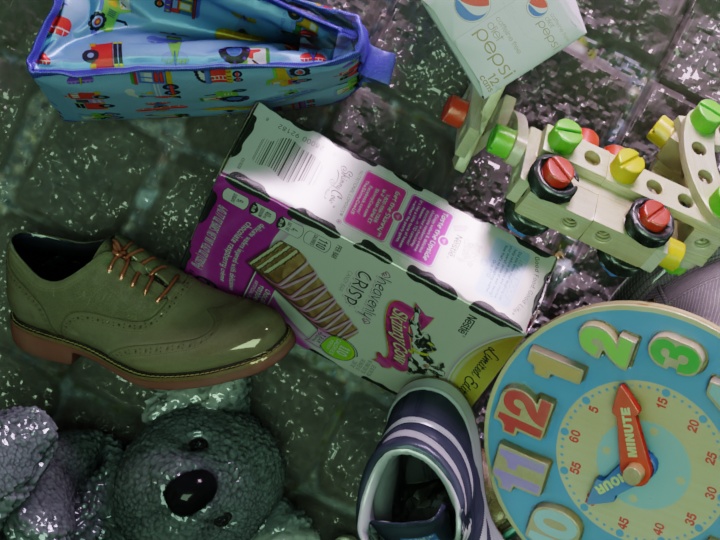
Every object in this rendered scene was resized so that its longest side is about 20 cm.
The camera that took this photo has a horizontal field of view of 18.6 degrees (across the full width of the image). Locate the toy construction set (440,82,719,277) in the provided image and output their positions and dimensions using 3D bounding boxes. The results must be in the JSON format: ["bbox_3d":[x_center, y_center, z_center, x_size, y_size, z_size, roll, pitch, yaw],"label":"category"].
[{"bbox_3d":[0.142,-0.063,1.292,0.198,0.132,0.092,14,141,1],"label":"toy construction set"}]

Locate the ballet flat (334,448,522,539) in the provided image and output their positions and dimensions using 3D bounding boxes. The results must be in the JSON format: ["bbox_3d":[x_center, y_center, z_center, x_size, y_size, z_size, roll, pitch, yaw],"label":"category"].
[{"bbox_3d":[0.021,0.181,1.382,0.199,0.071,0.065,-36,79,5],"label":"ballet flat"}]

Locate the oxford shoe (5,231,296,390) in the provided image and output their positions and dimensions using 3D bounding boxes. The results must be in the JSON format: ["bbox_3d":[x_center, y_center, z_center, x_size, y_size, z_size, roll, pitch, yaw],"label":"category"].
[{"bbox_3d":[-0.133,0.020,1.313,0.198,0.071,0.075,6,124,25],"label":"oxford shoe"}]

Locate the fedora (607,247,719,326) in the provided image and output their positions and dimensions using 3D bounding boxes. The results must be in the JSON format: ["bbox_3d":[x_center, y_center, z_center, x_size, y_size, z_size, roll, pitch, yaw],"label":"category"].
[{"bbox_3d":[0.229,0.068,1.325,0.199,0.090,0.177,-35,97,10],"label":"fedora"}]

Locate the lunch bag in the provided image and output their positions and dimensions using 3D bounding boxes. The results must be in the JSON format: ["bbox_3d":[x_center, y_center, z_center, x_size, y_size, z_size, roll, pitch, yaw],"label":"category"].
[{"bbox_3d":[-0.079,-0.127,1.268,0.198,0.151,0.095,9,85,0],"label":"lunch bag"}]

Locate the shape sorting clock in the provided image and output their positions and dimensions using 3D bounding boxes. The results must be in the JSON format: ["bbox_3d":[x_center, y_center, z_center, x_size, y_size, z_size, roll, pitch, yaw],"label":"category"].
[{"bbox_3d":[0.165,0.113,1.282,0.199,0.039,0.202,11,115,25],"label":"shape sorting clock"}]

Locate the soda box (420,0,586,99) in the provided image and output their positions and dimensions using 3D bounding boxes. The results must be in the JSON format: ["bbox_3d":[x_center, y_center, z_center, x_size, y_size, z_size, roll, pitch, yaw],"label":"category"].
[{"bbox_3d":[0.080,-0.152,1.234,0.068,0.200,0.064,-32,99,10],"label":"soda box"}]

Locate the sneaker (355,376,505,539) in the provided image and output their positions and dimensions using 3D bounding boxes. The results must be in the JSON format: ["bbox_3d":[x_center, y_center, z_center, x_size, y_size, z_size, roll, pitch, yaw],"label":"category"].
[{"bbox_3d":[0.051,0.172,1.281,0.070,0.109,0.202,-14,102,16],"label":"sneaker"}]

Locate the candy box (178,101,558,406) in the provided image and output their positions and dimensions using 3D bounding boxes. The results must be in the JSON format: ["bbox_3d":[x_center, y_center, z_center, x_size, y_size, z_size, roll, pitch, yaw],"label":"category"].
[{"bbox_3d":[0.000,0.000,1.304,0.199,0.137,0.061,26,58,-2],"label":"candy box"}]

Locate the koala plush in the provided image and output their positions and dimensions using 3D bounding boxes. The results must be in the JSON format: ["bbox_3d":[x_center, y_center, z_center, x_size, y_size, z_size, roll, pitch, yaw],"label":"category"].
[{"bbox_3d":[-0.134,0.144,1.348,0.199,0.184,0.178,-26,87,-12],"label":"koala plush"}]
